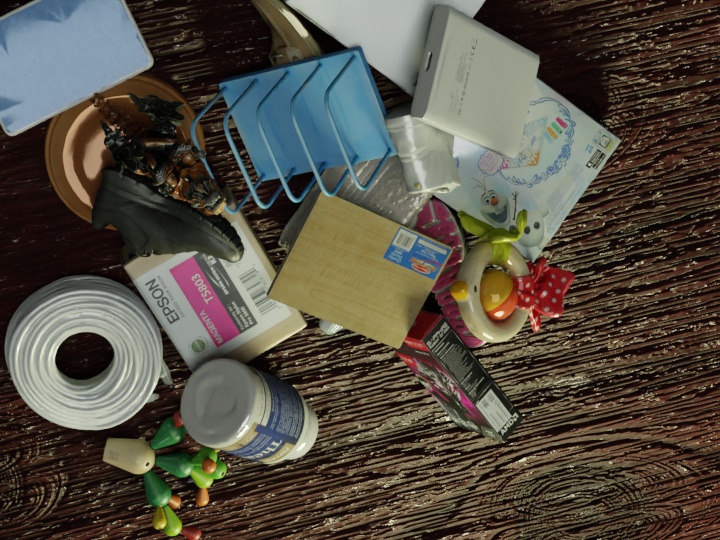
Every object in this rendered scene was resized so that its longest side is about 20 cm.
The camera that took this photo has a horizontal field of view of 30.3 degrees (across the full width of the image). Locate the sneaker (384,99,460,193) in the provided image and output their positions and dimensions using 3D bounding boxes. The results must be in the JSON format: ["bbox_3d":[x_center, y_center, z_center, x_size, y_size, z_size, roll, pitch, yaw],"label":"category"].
[{"bbox_3d":[0.091,-0.154,1.637,0.073,0.200,0.117,-9,105,28],"label":"sneaker"}]

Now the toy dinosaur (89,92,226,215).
[{"bbox_3d":[-0.244,-0.137,1.555,0.198,0.136,0.103,18,77,12],"label":"toy dinosaur"}]

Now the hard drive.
[{"bbox_3d":[0.141,-0.222,1.593,0.199,0.026,0.133,15,88,-51],"label":"hard drive"}]

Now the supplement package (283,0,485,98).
[{"bbox_3d":[0.024,-0.336,1.599,0.199,0.111,0.156,34,100,-21],"label":"supplement package"}]

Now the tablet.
[{"bbox_3d":[-0.361,-0.260,1.584,0.198,0.014,0.131,-27,100,-1],"label":"tablet"}]

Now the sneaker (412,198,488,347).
[{"bbox_3d":[0.127,0.000,1.764,0.073,0.087,0.202,-23,91,23],"label":"sneaker"}]

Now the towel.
[{"bbox_3d":[-0.002,-0.075,1.690,0.132,0.034,0.201,39,99,16],"label":"towel"}]

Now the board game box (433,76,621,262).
[{"bbox_3d":[0.205,-0.146,1.740,0.198,0.043,0.201,32,100,-21],"label":"board game box"}]

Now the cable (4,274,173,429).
[{"bbox_3d":[-0.352,0.108,1.697,0.198,0.069,0.202,-16,112,-6],"label":"cable"}]

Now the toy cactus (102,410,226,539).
[{"bbox_3d":[-0.261,0.262,1.768,0.163,0.103,0.202,12,115,-6],"label":"toy cactus"}]

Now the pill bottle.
[{"bbox_3d":[-0.135,0.187,1.708,0.111,0.111,0.200,-47,150,7],"label":"pill bottle"}]

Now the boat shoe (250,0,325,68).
[{"bbox_3d":[-0.078,-0.257,1.626,0.064,0.071,0.201,-37,114,2],"label":"boat shoe"}]

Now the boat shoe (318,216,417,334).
[{"bbox_3d":[-0.001,-0.009,1.742,0.062,0.072,0.201,38,101,16],"label":"boat shoe"}]

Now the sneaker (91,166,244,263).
[{"bbox_3d":[-0.233,-0.050,1.604,0.198,0.076,0.092,26,99,8],"label":"sneaker"}]

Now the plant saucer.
[{"bbox_3d":[-0.289,-0.143,1.640,0.198,0.037,0.203,-4,110,-11],"label":"plant saucer"}]

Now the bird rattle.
[{"bbox_3d":[0.178,0.017,1.703,0.164,0.112,0.201,-53,132,-28],"label":"bird rattle"}]

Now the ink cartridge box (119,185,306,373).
[{"bbox_3d":[-0.186,0.022,1.700,0.164,0.075,0.201,-31,113,-1],"label":"ink cartridge box"}]

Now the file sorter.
[{"bbox_3d":[-0.080,-0.158,1.582,0.198,0.123,0.140,-9,120,27],"label":"file sorter"}]

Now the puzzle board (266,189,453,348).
[{"bbox_3d":[0.000,0.000,1.659,0.198,0.017,0.152,22,105,-26],"label":"puzzle board"}]

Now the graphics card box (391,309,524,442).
[{"bbox_3d":[0.119,0.136,1.776,0.051,0.125,0.200,-47,114,-16],"label":"graphics card box"}]
